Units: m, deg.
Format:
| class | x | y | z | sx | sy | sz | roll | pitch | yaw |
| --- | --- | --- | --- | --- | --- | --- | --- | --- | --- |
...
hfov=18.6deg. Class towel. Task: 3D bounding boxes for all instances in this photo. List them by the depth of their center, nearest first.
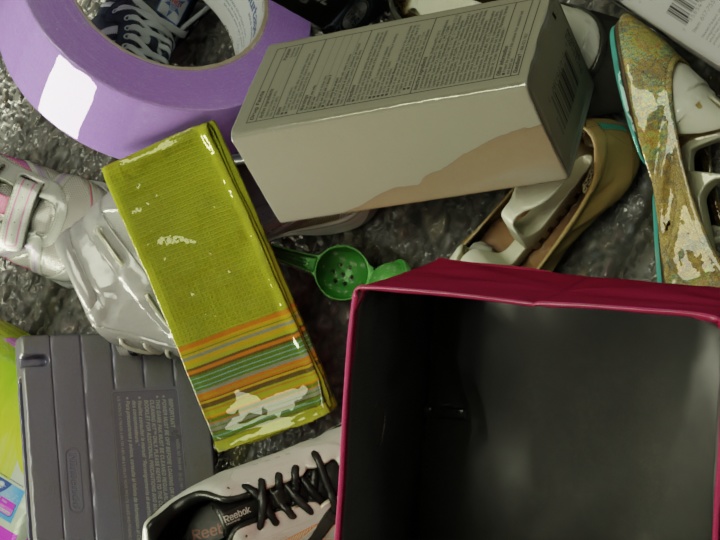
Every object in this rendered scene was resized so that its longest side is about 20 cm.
| class | x | y | z | sx | sy | sz | roll | pitch | yaw |
| --- | --- | --- | --- | --- | --- | --- | --- | --- | --- |
| towel | -0.091 | 0.012 | 1.394 | 0.086 | 0.018 | 0.201 | -22 | 94 | 15 |

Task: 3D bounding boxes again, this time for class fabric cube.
| class | x | y | z | sx | sy | sz | roll | pitch | yaw |
| --- | --- | --- | --- | --- | --- | --- | --- | --- | --- |
| fabric cube | 0.106 | 0.104 | 1.201 | 0.199 | 0.199 | 0.197 | 5 | 95 | 14 |

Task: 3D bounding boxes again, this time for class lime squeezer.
| class | x | y | z | sx | sy | sz | roll | pitch | yaw |
| --- | --- | --- | --- | --- | --- | --- | --- | --- | --- |
| lime squeezer | 0.000 | 0.000 | 1.408 | 0.199 | 0.071 | 0.038 | 16 | 71 | 33 |

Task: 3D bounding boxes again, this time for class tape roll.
| class | x | y | z | sx | sy | sz | roll | pitch | yaw |
| --- | --- | --- | --- | --- | --- | --- | --- | --- | --- |
| tape roll | -0.136 | -0.167 | 1.447 | 0.201 | 0.199 | 0.066 | 67 | 149 | 24 |

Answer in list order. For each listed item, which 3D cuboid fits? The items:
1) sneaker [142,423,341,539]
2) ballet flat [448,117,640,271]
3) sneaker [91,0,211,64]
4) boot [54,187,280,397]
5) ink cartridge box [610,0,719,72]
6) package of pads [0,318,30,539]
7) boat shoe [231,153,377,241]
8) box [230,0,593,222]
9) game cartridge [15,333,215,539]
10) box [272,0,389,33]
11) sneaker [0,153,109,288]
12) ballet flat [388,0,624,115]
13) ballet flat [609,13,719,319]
| class | x | y | z | sx | sy | sz | roll | pitch | yaw |
| --- | --- | --- | --- | --- | --- | --- | --- | --- | --- |
| sneaker | -0.046 | 0.148 | 1.382 | 0.199 | 0.080 | 0.074 | -26 | 79 | 9 |
| ballet flat | 0.092 | -0.018 | 1.369 | 0.069 | 0.063 | 0.200 | 44 | 104 | 29 |
| sneaker | -0.148 | -0.149 | 1.510 | 0.109 | 0.070 | 0.200 | -47 | 27 | 10 |
| boot | -0.116 | 0.034 | 1.453 | 0.095 | 0.074 | 0.200 | -34 | 91 | 23 |
| ink cartridge box | 0.195 | -0.207 | 1.342 | 0.200 | 0.068 | 0.116 | 39 | 99 | 32 |
| package of pads | -0.270 | 0.115 | 1.565 | 0.199 | 0.068 | 0.155 | 26 | 94 | 33 |
| boat shoe | -0.083 | -0.046 | 1.484 | 0.201 | 0.065 | 0.075 | -9 | 75 | 30 |
| box | 0.031 | -0.098 | 1.340 | 0.199 | 0.078 | 0.095 | -7 | 42 | 27 |
| game cartridge | -0.159 | 0.141 | 1.462 | 0.038 | 0.129 | 0.201 | 143 | 124 | -63 |
| box | -0.075 | -0.245 | 1.401 | 0.043 | 0.200 | 0.161 | -37 | 63 | 19 |
| sneaker | -0.252 | -0.042 | 1.567 | 0.199 | 0.088 | 0.082 | 13 | 86 | 40 |
| ballet flat | 0.097 | -0.145 | 1.390 | 0.199 | 0.068 | 0.068 | 18 | 88 | 34 |
| ballet flat | 0.199 | -0.061 | 1.307 | 0.070 | 0.071 | 0.201 | -14 | 80 | 29 |
